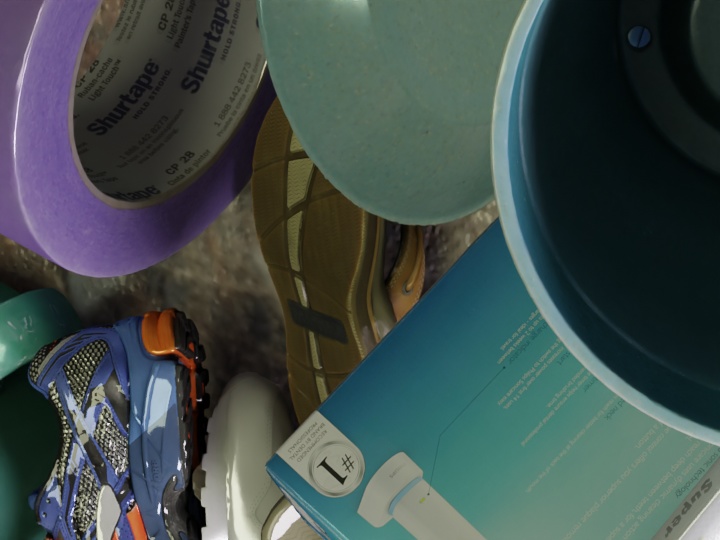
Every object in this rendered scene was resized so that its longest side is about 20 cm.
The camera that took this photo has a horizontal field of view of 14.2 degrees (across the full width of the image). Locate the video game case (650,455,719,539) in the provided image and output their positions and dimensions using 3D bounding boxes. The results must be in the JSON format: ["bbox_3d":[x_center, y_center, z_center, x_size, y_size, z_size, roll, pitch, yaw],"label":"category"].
[{"bbox_3d":[0.160,0.129,1.034,0.200,0.143,0.018,-52,24,9],"label":"video game case"}]

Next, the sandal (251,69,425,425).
[{"bbox_3d":[0.000,0.000,1.239,0.080,0.054,0.201,25,133,45],"label":"sandal"}]

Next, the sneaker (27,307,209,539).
[{"bbox_3d":[-0.107,0.115,1.281,0.078,0.075,0.201,0,99,8],"label":"sneaker"}]

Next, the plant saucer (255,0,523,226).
[{"bbox_3d":[0.032,-0.118,1.110,0.201,0.039,0.202,7,98,51],"label":"plant saucer"}]

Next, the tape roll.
[{"bbox_3d":[-0.105,-0.104,1.194,0.085,0.200,0.201,26,116,29],"label":"tape roll"}]

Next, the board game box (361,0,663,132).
[{"bbox_3d":[0.055,-0.121,1.141,0.200,0.036,0.152,40,124,41],"label":"board game box"}]

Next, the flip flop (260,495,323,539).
[{"bbox_3d":[0.040,0.164,1.223,0.081,0.058,0.200,-43,83,8],"label":"flip flop"}]

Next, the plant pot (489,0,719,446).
[{"bbox_3d":[0.146,-0.065,0.956,0.199,0.188,0.201,1,107,4],"label":"plant pot"}]

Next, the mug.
[{"bbox_3d":[-0.193,0.075,1.361,0.184,0.114,0.153,5,104,35],"label":"mug"}]

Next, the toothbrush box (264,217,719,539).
[{"bbox_3d":[0.086,0.099,1.135,0.200,0.085,0.146,40,82,22],"label":"toothbrush box"}]

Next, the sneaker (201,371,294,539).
[{"bbox_3d":[-0.024,0.143,1.291,0.080,0.076,0.201,-7,95,14],"label":"sneaker"}]
